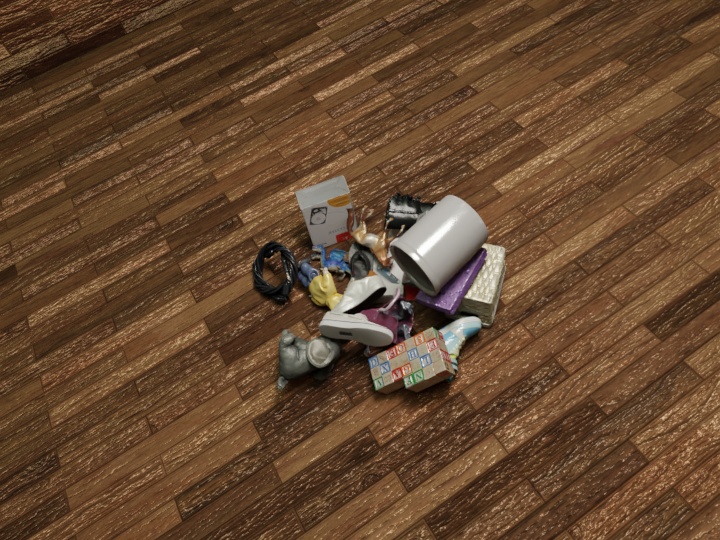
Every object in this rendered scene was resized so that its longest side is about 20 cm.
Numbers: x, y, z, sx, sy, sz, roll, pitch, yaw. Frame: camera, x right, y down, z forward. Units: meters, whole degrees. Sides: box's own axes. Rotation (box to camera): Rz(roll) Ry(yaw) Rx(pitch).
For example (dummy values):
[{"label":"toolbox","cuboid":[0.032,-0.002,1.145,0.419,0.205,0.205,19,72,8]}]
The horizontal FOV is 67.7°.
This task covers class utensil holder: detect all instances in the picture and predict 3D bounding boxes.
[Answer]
[{"label":"utensil holder","cuboid":[0.198,-0.067,1.357,0.200,0.171,0.170,-43,59,-10]}]

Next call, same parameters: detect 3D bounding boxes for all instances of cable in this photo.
[{"label":"cable","cuboid":[-0.263,-0.005,1.598,0.050,0.166,0.199,-6,26,-44]}]

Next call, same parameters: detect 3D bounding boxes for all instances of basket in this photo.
[{"label":"basket","cuboid":[0.317,0.031,1.470,0.133,0.124,0.202,12,59,18]}]

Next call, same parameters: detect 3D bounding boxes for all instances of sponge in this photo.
[{"label":"sponge","cuboid":[0.240,0.014,1.404,0.111,0.030,0.201,18,66,40]}]

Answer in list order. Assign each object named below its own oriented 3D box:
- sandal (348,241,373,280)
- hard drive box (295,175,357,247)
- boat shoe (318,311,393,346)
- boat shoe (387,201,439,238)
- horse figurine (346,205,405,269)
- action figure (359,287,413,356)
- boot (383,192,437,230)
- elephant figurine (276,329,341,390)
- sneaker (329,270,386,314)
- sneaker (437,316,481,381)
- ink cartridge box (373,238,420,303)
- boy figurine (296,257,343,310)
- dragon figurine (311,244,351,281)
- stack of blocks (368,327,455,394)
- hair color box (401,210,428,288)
[{"label":"sandal","cuboid":[0.001,0.001,1.551,0.074,0.048,0.203,1,64,-1]},{"label":"hard drive box","cuboid":[-0.097,-0.172,1.639,0.154,0.201,0.078,-20,55,-3]},{"label":"boat shoe","cuboid":[-0.008,0.144,1.384,0.197,0.073,0.066,4,46,20]},{"label":"boat shoe","cuboid":[0.169,-0.155,1.659,0.198,0.066,0.074,-31,56,-11]},{"label":"horse figurine","cuboid":[0.034,-0.106,1.561,0.198,0.050,0.134,28,94,11]},{"label":"action figure","cuboid":[0.043,0.138,1.432,0.198,0.150,0.135,-2,43,42]},{"label":"boot","cuboid":[0.148,-0.128,1.587,0.160,0.073,0.202,10,80,2]},{"label":"elephant figurine","cuboid":[-0.113,0.220,1.421,0.196,0.142,0.158,1,98,1]},{"label":"sneaker","cuboid":[-0.024,0.077,1.488,0.199,0.073,0.085,-36,60,6]},{"label":"sneaker","cuboid":[0.243,0.212,1.391,0.198,0.080,0.132,-27,53,3]},{"label":"ink cartridge box","cuboid":[0.125,-0.004,1.579,0.173,0.045,0.203,-3,56,10]},{"label":"boy figurine","cuboid":[-0.108,0.048,1.550,0.199,0.125,0.064,40,39,19]},{"label":"dragon figurine","cuboid":[-0.068,-0.025,1.620,0.197,0.059,0.101,7,58,17]},{"label":"stack of blocks","cuboid":[0.126,0.242,1.350,0.198,0.058,0.117,-29,55,22]},{"label":"hair color box","cuboid":[0.173,-0.055,1.486,0.060,0.099,0.203,14,86,-8]}]
